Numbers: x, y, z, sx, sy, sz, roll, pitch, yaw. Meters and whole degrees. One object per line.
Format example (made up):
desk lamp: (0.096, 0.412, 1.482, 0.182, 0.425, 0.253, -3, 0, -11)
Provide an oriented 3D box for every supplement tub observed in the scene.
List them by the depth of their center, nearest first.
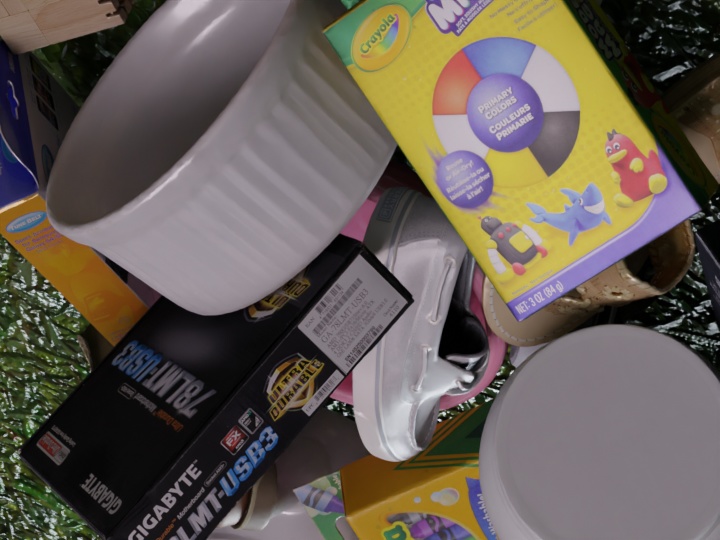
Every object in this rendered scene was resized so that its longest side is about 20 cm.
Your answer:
supplement tub: (0.137, 0.112, 1.279, 0.144, 0.146, 0.200, 20, 168, 11)

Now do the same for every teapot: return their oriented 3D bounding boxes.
teapot: (-0.054, 0.197, 1.587, 0.197, 0.146, 0.200, -20, 117, 42)

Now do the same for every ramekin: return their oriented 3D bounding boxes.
ramekin: (-0.066, -0.073, 1.270, 0.098, 0.201, 0.200, 40, 141, -24)

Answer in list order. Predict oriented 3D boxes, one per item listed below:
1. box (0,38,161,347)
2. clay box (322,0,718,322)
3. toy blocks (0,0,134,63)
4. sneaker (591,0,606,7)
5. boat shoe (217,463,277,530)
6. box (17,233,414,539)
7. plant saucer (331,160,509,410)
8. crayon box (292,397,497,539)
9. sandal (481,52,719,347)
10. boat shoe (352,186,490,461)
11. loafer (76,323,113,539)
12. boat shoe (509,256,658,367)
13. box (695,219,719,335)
box: (-0.171, -0.045, 1.382, 0.041, 0.120, 0.200, -24, 143, 13)
clay box: (0.069, -0.089, 1.157, 0.115, 0.048, 0.201, -33, 95, 27)
toy blocks: (-0.161, -0.204, 1.279, 0.136, 0.100, 0.201, -13, 127, 26)
sneaker: (0.056, -0.113, 1.240, 0.129, 0.080, 0.200, 22, 141, 11)
boat shoe: (-0.108, 0.077, 1.471, 0.067, 0.200, 0.072, 5, 122, -25)
box: (-0.082, 0.059, 1.282, 0.050, 0.199, 0.200, 46, 172, -20)
plant saucer: (0.000, 0.000, 1.423, 0.199, 0.051, 0.201, 18, 140, 16)
crayon box: (0.075, 0.151, 1.467, 0.199, 0.052, 0.126, -25, 123, 11)
sandal: (0.140, -0.021, 1.208, 0.077, 0.070, 0.212, 34, 114, -26)
boat shoe: (0.040, 0.038, 1.353, 0.068, 0.072, 0.201, 16, 131, 17)
loafer: (-0.156, 0.109, 1.540, 0.067, 0.201, 0.076, -19, 138, -4)
boat shoe: (0.137, -0.009, 1.324, 0.070, 0.073, 0.201, 11, 145, -4)
box: (0.272, 0.051, 1.211, 0.147, 0.107, 0.201, -23, 129, -3)
